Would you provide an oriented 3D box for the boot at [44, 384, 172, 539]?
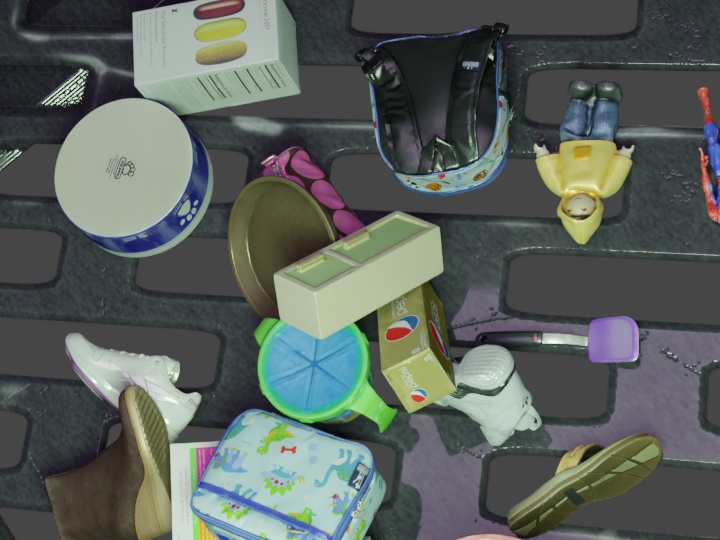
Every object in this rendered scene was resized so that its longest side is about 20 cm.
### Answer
[{"bbox_3d":[-0.314,0.244,1.760,0.165,0.072,0.201,-10,104,15],"label":"boot"}]

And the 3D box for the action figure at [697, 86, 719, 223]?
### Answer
[{"bbox_3d":[0.443,-0.128,1.741,0.065,0.052,0.201,-5,74,9],"label":"action figure"}]

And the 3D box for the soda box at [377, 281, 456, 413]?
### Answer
[{"bbox_3d":[0.063,0.077,1.694,0.064,0.068,0.200,-28,26,12],"label":"soda box"}]

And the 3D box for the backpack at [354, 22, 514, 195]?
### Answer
[{"bbox_3d":[0.101,-0.189,1.791,0.199,0.154,0.192,-7,64,20],"label":"backpack"}]

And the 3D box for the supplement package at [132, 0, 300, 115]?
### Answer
[{"bbox_3d":[-0.191,-0.290,1.918,0.199,0.110,0.115,-9,71,11],"label":"supplement package"}]

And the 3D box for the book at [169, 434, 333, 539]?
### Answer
[{"bbox_3d":[-0.127,0.268,1.728,0.198,0.048,0.135,-2,70,-6],"label":"book"}]

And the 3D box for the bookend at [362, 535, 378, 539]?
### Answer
[{"bbox_3d":[-0.066,0.420,1.664,0.197,0.092,0.201,-8,71,11],"label":"bookend"}]

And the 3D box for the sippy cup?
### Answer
[{"bbox_3d":[-0.042,0.126,1.734,0.139,0.130,0.179,-21,68,7],"label":"sippy cup"}]

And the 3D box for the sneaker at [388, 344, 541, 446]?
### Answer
[{"bbox_3d":[0.124,0.150,1.710,0.199,0.115,0.075,-6,37,49],"label":"sneaker"}]

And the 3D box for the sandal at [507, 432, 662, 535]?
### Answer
[{"bbox_3d":[0.252,0.237,1.662,0.199,0.080,0.054,-31,46,7],"label":"sandal"}]

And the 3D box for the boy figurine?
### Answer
[{"bbox_3d":[0.272,-0.133,1.776,0.123,0.064,0.201,8,71,14],"label":"boy figurine"}]

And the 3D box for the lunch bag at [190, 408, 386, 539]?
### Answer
[{"bbox_3d":[-0.083,0.257,1.643,0.199,0.083,0.161,19,63,27],"label":"lunch bag"}]

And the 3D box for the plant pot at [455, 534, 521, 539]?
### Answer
[{"bbox_3d":[0.152,0.400,1.561,0.199,0.195,0.202,-4,71,12],"label":"plant pot"}]

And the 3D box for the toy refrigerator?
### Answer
[{"bbox_3d":[0.000,0.000,1.688,0.199,0.070,0.076,-28,35,-33],"label":"toy refrigerator"}]

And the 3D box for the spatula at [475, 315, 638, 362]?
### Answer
[{"bbox_3d":[0.236,0.083,1.737,0.199,0.021,0.057,0,74,15],"label":"spatula"}]

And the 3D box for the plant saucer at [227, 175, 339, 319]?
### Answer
[{"bbox_3d":[-0.090,-0.021,1.792,0.199,0.029,0.201,17,114,41],"label":"plant saucer"}]

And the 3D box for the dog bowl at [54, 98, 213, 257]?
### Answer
[{"bbox_3d":[-0.301,-0.123,1.909,0.199,0.079,0.202,-4,72,13],"label":"dog bowl"}]

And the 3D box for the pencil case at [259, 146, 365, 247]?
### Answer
[{"bbox_3d":[-0.050,-0.063,1.818,0.091,0.094,0.200,-40,68,-2],"label":"pencil case"}]

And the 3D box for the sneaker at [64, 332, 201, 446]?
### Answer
[{"bbox_3d":[-0.289,0.135,1.833,0.200,0.075,0.100,38,77,14],"label":"sneaker"}]
